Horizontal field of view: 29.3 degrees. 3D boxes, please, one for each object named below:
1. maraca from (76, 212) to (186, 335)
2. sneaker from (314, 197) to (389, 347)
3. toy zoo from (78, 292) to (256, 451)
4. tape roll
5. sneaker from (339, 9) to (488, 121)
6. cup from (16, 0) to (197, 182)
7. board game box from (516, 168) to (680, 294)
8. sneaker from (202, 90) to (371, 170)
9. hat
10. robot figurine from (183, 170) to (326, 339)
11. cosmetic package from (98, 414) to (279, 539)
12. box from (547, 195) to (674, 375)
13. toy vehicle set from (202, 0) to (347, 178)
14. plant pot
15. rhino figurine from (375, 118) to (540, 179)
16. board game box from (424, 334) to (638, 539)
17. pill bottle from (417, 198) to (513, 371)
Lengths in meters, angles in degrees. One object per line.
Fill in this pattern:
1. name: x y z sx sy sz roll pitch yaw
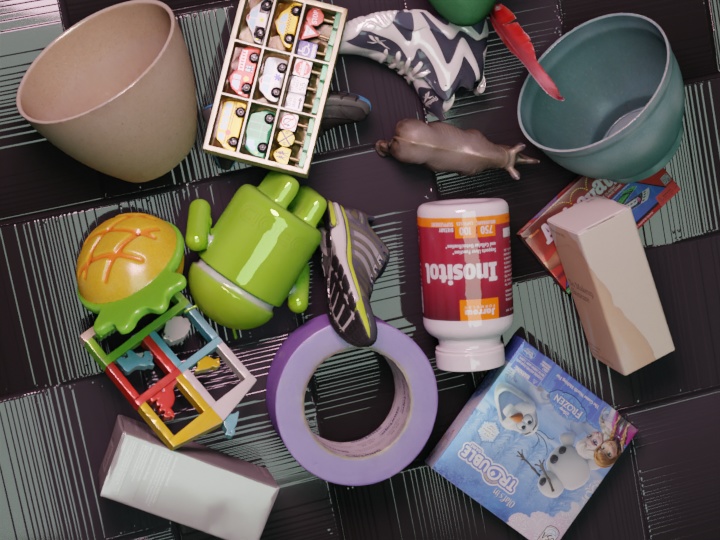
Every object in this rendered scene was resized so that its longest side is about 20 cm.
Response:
1. maraca: -0.256 0.005 1.548 0.137 0.200 0.107 -32 123 2
2. sneaker: 0.000 0.000 1.623 0.080 0.074 0.201 3 56 -22
3. toy zoo: -0.213 0.117 1.597 0.131 0.020 0.200 -37 81 -28
4. tape roll: -0.012 0.153 1.669 0.199 0.085 0.202 -1 95 -11
5. sneaker: 0.063 -0.241 1.647 0.198 0.079 0.131 -8 89 -21
6. cup: -0.262 -0.184 1.543 0.200 0.200 0.144 -37 130 -6
7. board game box: 0.302 -0.075 1.747 0.200 0.019 0.103 -43 101 -5
8. sneaker: -0.084 -0.169 1.633 0.199 0.073 0.083 -7 101 -1
9. hat: 0.118 -0.292 1.603 0.165 0.200 0.177 -6 104 -23
10. robot figurine: -0.123 -0.019 1.608 0.175 0.116 0.201 31 93 -28
11. cosmetic package: -0.204 0.250 1.626 0.199 0.107 0.091 19 91 -15
12. box: 0.310 0.017 1.704 0.077 0.095 0.201 -26 109 -11
13. toy vehicle set: -0.097 -0.217 1.580 0.123 0.027 0.201 13 82 1
14. plant pot: 0.309 -0.189 1.663 0.201 0.200 0.134 -51 129 -3
15. rhino figurine: 0.123 -0.144 1.666 0.199 0.087 0.060 9 94 -13
16. board game box: 0.218 0.221 1.746 0.200 0.043 0.199 37 89 -13
17. pill bottle: 0.129 0.016 1.670 0.112 0.113 0.202 -5 97 -11
